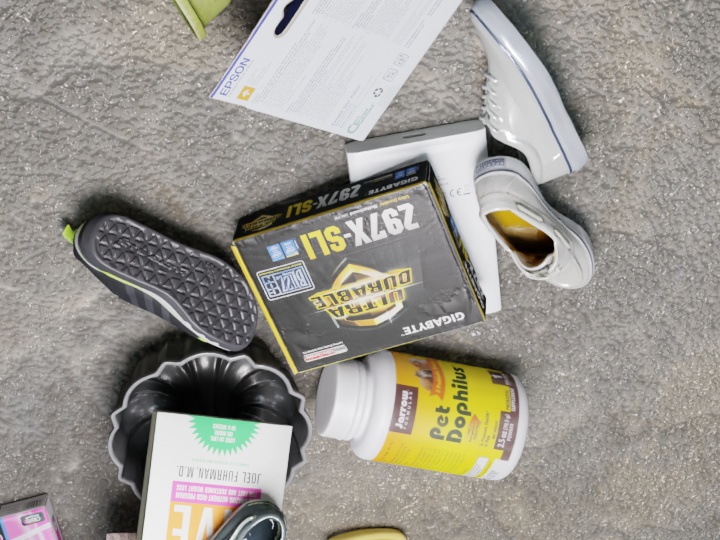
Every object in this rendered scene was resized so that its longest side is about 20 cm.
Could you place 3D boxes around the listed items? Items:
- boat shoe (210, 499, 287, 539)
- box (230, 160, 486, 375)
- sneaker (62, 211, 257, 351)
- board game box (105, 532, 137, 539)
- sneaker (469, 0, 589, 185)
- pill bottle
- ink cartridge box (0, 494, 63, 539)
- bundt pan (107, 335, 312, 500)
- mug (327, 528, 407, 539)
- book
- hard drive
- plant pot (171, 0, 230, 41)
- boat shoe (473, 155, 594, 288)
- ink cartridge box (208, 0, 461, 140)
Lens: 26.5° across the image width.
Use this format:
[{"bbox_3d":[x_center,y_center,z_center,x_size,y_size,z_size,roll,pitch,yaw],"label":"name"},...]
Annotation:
[{"bbox_3d":[-0.134,0.296,1.392,0.073,0.062,0.201,40,76,-12],"label":"boat shoe"},{"bbox_3d":[0.000,0.000,1.436,0.198,0.049,0.161,-16,118,15],"label":"box"},{"bbox_3d":[-0.184,0.006,1.427,0.199,0.083,0.072,36,67,-20],"label":"sneaker"},{"bbox_3d":[-0.212,0.373,1.546,0.096,0.161,0.201,1,151,-10],"label":"board game box"},{"bbox_3d":[0.139,-0.153,1.377,0.070,0.073,0.201,-32,122,3],"label":"sneaker"},{"bbox_3d":[0.059,0.141,1.522,0.198,0.110,0.110,11,119,-16],"label":"pill bottle"},{"bbox_3d":[-0.343,0.337,1.593,0.094,0.037,0.202,-14,110,-1],"label":"ink cartridge box"},{"bbox_3d":[-0.149,0.144,1.509,0.200,0.076,0.204,-4,121,-6],"label":"bundt pan"},{"bbox_3d":[0.021,0.392,1.655,0.152,0.150,0.188,-6,129,-15],"label":"mug"},{"bbox_3d":[-0.142,0.239,1.447,0.132,0.048,0.202,7,86,-15],"label":"book"},{"bbox_3d":[0.062,-0.039,1.462,0.130,0.026,0.202,-10,122,-3],"label":"hard drive"},{"bbox_3d":[-0.103,-0.312,1.187,0.183,0.201,0.201,-33,122,-2],"label":"plant pot"},{"bbox_3d":[0.164,-0.025,1.437,0.070,0.070,0.200,-14,142,24],"label":"boat shoe"},{"bbox_3d":[-0.015,-0.212,1.286,0.199,0.043,0.197,11,123,-48],"label":"ink cartridge box"}]
